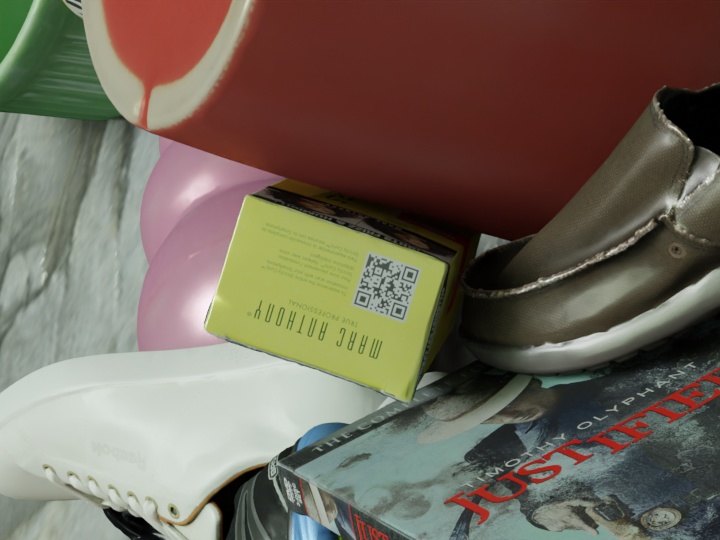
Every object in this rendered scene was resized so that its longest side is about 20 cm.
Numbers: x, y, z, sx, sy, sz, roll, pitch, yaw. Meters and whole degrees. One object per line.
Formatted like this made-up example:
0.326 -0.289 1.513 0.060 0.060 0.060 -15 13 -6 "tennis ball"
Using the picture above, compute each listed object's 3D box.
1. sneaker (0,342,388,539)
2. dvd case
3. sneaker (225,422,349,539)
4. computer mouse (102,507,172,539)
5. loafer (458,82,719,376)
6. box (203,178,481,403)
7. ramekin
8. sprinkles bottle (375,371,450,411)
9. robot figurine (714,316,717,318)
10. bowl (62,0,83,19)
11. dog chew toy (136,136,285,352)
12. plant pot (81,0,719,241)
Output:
-0.077 0.079 0.981 0.199 0.073 0.085 -13 61 34 "sneaker"
0.080 0.060 0.773 0.200 0.145 0.022 21 132 61 "dvd case"
-0.025 0.150 0.849 0.083 0.071 0.201 -28 46 46 "sneaker"
-0.003 0.112 1.032 0.199 0.139 0.053 -12 36 47 "computer mouse"
0.108 -0.027 0.805 0.199 0.073 0.071 -23 102 32 "loafer"
0.000 0.000 0.904 0.200 0.075 0.050 -32 -39 -82 "box"
-0.157 -0.172 1.316 0.200 0.097 0.202 -18 68 53 "ramekin"
0.085 0.107 0.872 0.199 0.068 0.069 30 108 34 "sprinkles bottle"
0.120 -0.021 0.911 0.145 0.058 0.201 46 119 50 "robot figurine"
-0.017 -0.127 1.039 0.201 0.200 0.095 -49 62 38 "bowl"
-0.040 -0.013 1.099 0.125 0.124 0.201 -53 35 35 "dog chew toy"
0.012 -0.110 0.870 0.200 0.176 0.202 -13 75 57 "plant pot"
